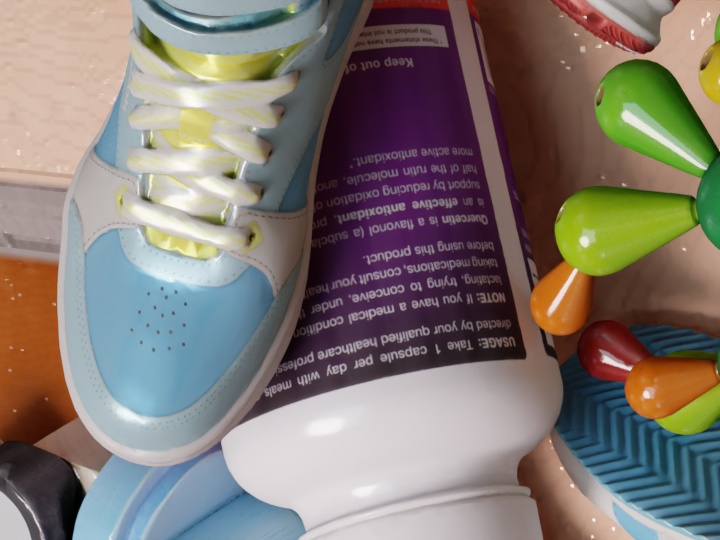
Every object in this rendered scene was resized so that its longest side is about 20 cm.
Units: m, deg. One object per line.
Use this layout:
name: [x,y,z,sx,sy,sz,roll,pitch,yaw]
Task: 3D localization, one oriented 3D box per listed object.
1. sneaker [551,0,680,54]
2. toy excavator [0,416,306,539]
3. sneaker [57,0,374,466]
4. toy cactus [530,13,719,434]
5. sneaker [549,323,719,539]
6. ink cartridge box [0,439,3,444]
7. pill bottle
sneaker: [0.045,-0.170,0.757,0.200,0.078,0.116,41,93,-3]
toy excavator: [-0.035,0.152,0.828,0.199,0.100,0.196,21,120,31]
sneaker: [-0.046,-0.050,0.689,0.079,0.131,0.202,12,80,5]
toy cactus: [0.134,-0.006,0.711,0.165,0.102,0.201,43,134,28]
sneaker: [0.137,0.092,0.797,0.200,0.076,0.081,36,152,31]
ink cartridge box: [-0.149,0.194,1.002,0.197,0.043,0.200,50,127,6]
pill bottle: [0.000,0.000,0.799,0.112,0.112,0.202,-21,74,36]
